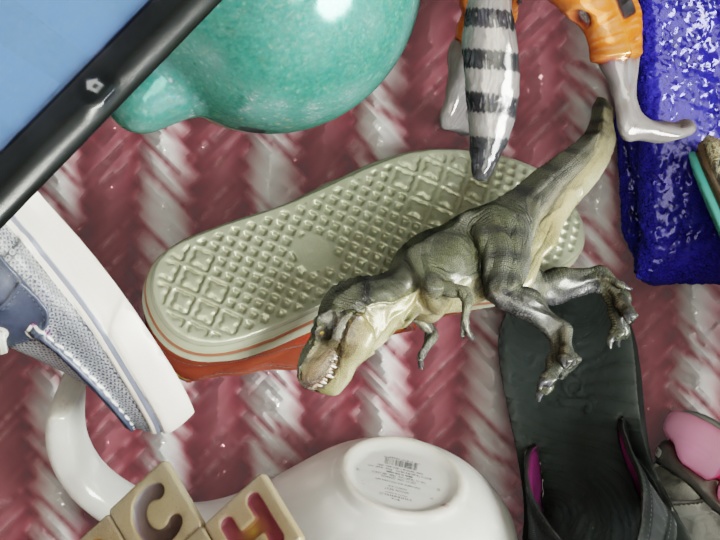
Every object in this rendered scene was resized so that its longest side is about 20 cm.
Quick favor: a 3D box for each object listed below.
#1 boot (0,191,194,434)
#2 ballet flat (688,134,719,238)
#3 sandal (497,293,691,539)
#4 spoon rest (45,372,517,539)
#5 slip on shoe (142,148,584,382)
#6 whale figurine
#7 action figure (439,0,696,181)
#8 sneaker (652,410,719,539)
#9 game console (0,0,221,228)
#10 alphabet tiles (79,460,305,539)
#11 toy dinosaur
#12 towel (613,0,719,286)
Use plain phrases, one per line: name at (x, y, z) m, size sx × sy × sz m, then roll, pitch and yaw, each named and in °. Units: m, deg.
boot at (-0.155, 0.004, 1.176) m, size 0.090 × 0.073 × 0.200 m, roll -39°, pitch 105°, yaw -8°
ballet flat at (0.191, 0.034, 1.220) m, size 0.075 × 0.068 × 0.201 m, roll -16°, pitch 75°, yaw 11°
sandal at (0.093, 0.093, 1.227) m, size 0.075 × 0.048 × 0.201 m, roll -20°, pitch 63°, yaw 11°
spoon rest at (-0.033, 0.094, 1.239) m, size 0.199 × 0.100 × 0.061 m, roll 15°, pitch 124°, yaw 2°
slip on shoe at (0.000, 0.000, 1.256) m, size 0.199 × 0.061 × 0.074 m, roll -16°, pitch 70°, yaw -21°
whale figurine at (-0.067, -0.133, 1.216) m, size 0.199 × 0.104 × 0.160 m, roll 21°, pitch 84°, yaw -20°
action figure at (0.078, -0.140, 1.193) m, size 0.104 × 0.200 × 0.195 m, roll -23°, pitch 110°, yaw -30°
sneaker at (0.179, 0.154, 1.267) m, size 0.200 × 0.079 × 0.095 m, roll 44°, pitch 89°, yaw 4°
game console at (-0.160, -0.109, 1.129) m, size 0.176 × 0.031 × 0.200 m, roll 33°, pitch 65°, yaw 18°
alphabet tiles at (-0.063, 0.182, 1.169) m, size 0.166 × 0.006 × 0.200 m, roll -43°, pitch 62°, yaw 18°
toy dinosaur at (0.066, 0.002, 1.219) m, size 0.088 × 0.048 × 0.200 m, roll 46°, pitch 56°, yaw 12°
towel at (0.208, -0.072, 1.289) m, size 0.199 × 0.050 × 0.149 m, roll -5°, pitch 87°, yaw -8°
